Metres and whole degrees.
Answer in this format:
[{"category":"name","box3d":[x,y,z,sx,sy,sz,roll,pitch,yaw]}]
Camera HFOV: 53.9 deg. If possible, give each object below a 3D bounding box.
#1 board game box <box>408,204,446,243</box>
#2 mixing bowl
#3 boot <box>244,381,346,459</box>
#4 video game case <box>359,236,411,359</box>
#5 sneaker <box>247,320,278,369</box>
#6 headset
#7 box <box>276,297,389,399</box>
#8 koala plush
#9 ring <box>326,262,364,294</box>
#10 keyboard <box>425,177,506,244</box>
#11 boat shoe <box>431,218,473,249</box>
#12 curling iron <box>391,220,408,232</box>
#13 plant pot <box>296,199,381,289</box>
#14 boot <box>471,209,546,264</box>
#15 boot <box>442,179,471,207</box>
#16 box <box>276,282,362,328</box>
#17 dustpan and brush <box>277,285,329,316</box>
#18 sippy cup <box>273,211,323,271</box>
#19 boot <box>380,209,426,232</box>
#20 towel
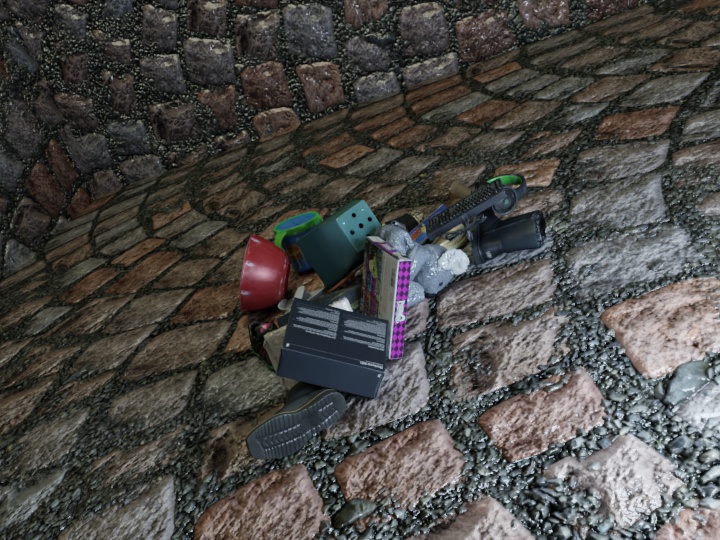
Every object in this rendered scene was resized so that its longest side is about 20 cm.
[{"category":"board game box","box3d":[0.127,-0.069,1.734,0.199,0.035,0.136,-40,-6,-33]},{"category":"mixing bowl","box3d":[-0.239,0.014,1.820,0.105,0.205,0.202,8,28,1]},{"category":"boot","box3d":[-0.139,0.273,1.327,0.196,0.080,0.137,-19,17,-25]},{"category":"video game case","box3d":[0.047,0.051,1.453,0.035,0.206,0.181,-2,16,-21]},{"category":"sneaker","box3d":[-0.201,0.161,1.579,0.076,0.086,0.198,-36,27,-28]},{"category":"headset","box3d":[0.301,-0.153,1.623,0.198,0.096,0.122,-35,29,-28]},{"category":"box","box3d":[-0.050,0.146,1.344,0.194,0.080,0.143,14,36,-4]},{"category":"koala plush","box3d":[0.129,-0.009,1.554,0.194,0.190,0.177,-2,-7,-23]},{"category":"ring","box3d":[0.000,0.000,1.716,0.198,0.019,0.200,-38,-1,0]},{"category":"keyboard","box3d":[0.230,-0.125,1.553,0.197,0.021,0.129,-31,32,19]},{"category":"boat shoe","box3d":[0.239,-0.108,1.745,0.198,0.078,0.071,-36,28,-26]},{"category":"curling iron","box3d":[0.087,-0.091,1.636,0.049,0.026,0.200,-33,-7,2]},{"category":"plant pot","box3d":[-0.034,-0.075,1.655,0.140,0.143,0.200,-36,0,-27]},{"category":"boot","box3d":[0.344,-0.100,1.632,0.164,0.078,0.202,-16,31,23]},{"category":"boot","box3d":[0.302,-0.193,1.888,0.142,0.072,0.201,-3,32,24]},{"category":"box","box3d":[-0.075,0.086,1.572,0.154,0.052,0.200,-20,4,22]},{"category":"dustpan and brush","box3d":[-0.153,0.085,1.713,0.136,0.058,0.202,-19,27,19]},{"category":"sippy cup","box3d":[-0.158,-0.075,1.952,0.174,0.134,0.139,-23,19,-13]},{"category":"boot","box3d":[0.077,-0.108,1.904,0.152,0.075,0.202,-29,24,-25]},{"category":"towel","box3d":[-0.090,0.154,1.436,0.196,0.136,0.034,-25,8,-3]}]
